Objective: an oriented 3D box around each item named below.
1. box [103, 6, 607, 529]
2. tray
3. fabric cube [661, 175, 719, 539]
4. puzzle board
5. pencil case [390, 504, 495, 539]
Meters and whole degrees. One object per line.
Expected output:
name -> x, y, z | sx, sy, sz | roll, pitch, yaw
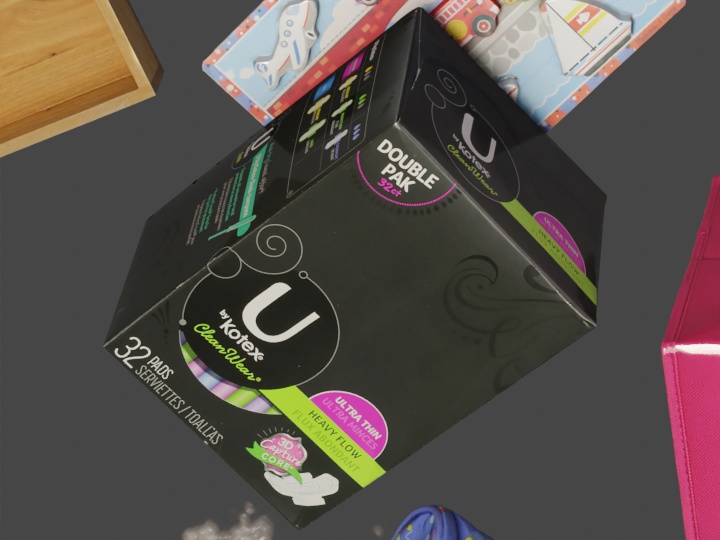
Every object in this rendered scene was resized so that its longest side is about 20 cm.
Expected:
box -> 0.000, 0.000, 1.355 | 0.200, 0.124, 0.149 | -36, 112, 25
tray -> -0.211, -0.102, 1.390 | 0.199, 0.037, 0.099 | -20, 112, 15
fabric cube -> 0.267, 0.073, 1.328 | 0.199, 0.200, 0.197 | -3, 116, 17
puzzle board -> 0.040, -0.118, 1.371 | 0.151, 0.017, 0.200 | 42, 112, -14
pencil case -> 0.097, 0.202, 1.478 | 0.200, 0.087, 0.078 | 30, 89, -10
